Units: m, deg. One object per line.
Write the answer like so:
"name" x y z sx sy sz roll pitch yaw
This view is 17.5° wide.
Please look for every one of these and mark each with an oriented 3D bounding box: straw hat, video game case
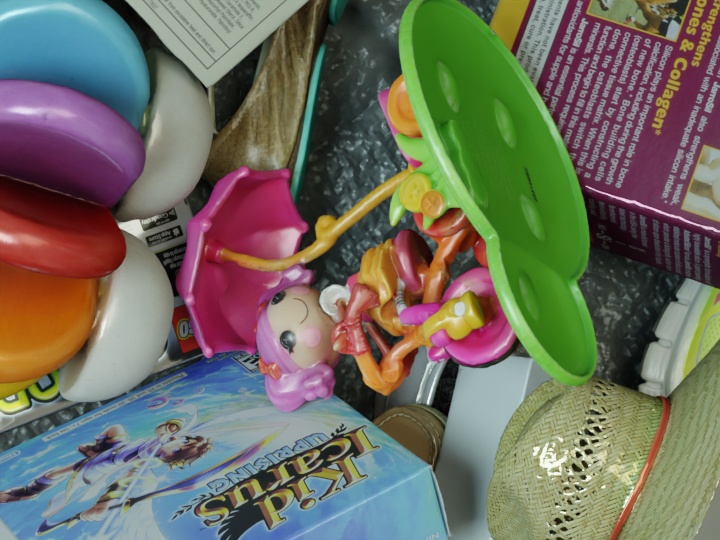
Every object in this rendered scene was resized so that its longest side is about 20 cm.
"straw hat" 0.103 0.095 1.070 0.084 0.201 0.203 21 79 -1
"video game case" -0.088 0.115 1.087 0.199 0.181 0.046 -25 120 -20

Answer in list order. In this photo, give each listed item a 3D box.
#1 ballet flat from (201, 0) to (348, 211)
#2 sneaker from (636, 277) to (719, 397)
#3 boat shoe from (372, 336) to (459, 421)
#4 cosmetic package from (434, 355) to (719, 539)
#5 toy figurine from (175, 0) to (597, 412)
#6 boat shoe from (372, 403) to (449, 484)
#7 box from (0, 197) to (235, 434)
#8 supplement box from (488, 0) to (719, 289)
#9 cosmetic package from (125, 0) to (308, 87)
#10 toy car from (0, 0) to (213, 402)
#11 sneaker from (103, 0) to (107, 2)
"ballet flat" -0.040 -0.129 1.193 0.072 0.068 0.202 17 84 1
"sneaker" 0.224 0.002 1.253 0.078 0.090 0.202 25 83 -56
"boat shoe" 0.041 0.128 1.195 0.071 0.068 0.202 13 82 -20
"cosmetic package" 0.110 0.140 1.186 0.199 0.051 0.152 24 73 -46
"toy figurine" 0.000 0.000 1.100 0.150 0.183 0.201 25 44 -52
"boat shoe" -0.019 0.151 1.143 0.074 0.066 0.201 30 88 28
"box" -0.170 0.019 1.140 0.199 0.035 0.111 -20 94 -21
"supplement box" 0.159 -0.077 1.194 0.198 0.103 0.132 20 78 13
"cosmetic package" -0.035 -0.193 1.073 0.200 0.073 0.104 -40 123 4
"toy car" -0.154 -0.041 1.052 0.174 0.150 0.202 16 78 -16
"sneaker" -0.188 -0.200 1.115 0.079 0.074 0.200 -39 109 19
